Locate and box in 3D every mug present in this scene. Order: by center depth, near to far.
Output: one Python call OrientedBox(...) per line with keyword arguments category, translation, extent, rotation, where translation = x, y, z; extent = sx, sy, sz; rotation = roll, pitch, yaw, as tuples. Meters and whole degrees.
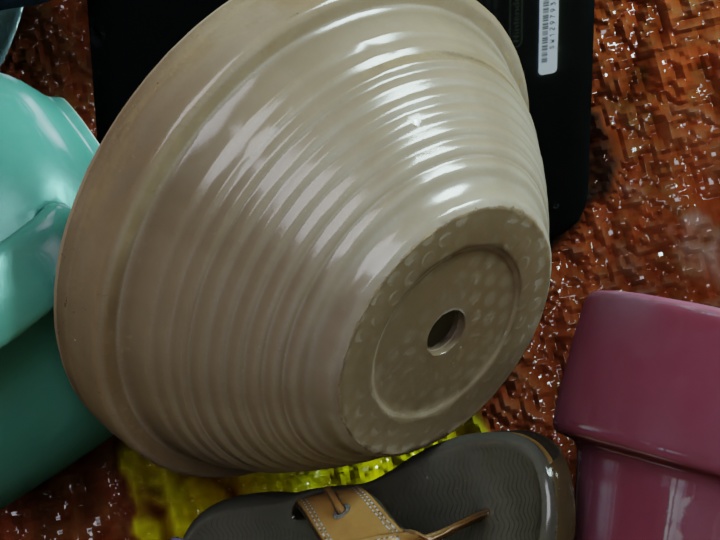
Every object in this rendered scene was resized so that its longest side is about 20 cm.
OrientedBox(category="mug", translation=(-0.131, 0.008, 0.893), extent=(0.114, 0.152, 0.185), rotation=(-33, 41, -8))

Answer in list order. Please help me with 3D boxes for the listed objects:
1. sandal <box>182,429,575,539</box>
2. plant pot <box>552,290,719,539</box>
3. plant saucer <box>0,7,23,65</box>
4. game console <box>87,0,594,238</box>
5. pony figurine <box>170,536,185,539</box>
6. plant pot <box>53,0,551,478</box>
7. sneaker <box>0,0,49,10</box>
OrientedBox(category="sandal", translation=(-0.006, 0.102, 0.850), extent=(0.199, 0.054, 0.082), rotation=(-9, 81, 43))
OrientedBox(category="plant pot", translation=(0.150, 0.117, 0.821), extent=(0.199, 0.200, 0.180), rotation=(15, 88, 12))
OrientedBox(category="plant saucer", translation=(-0.235, -0.116, 1.020), extent=(0.200, 0.039, 0.202), rotation=(-2, 69, 6))
OrientedBox(category="game console", translation=(-0.009, -0.110, 0.933), extent=(0.175, 0.201, 0.116), rotation=(-12, 29, -20))
OrientedBox(category="pony figurine", translation=(-0.121, 0.171, 0.844), extent=(0.199, 0.167, 0.194), rotation=(-22, 94, 18))
OrientedBox(category="plant pot", translation=(0.000, 0.000, 0.829), extent=(0.201, 0.201, 0.093), rotation=(-44, 53, -10))
OrientedBox(category="sneaker", translation=(-0.203, -0.084, 0.918), extent=(0.199, 0.070, 0.109), rotation=(-1, 96, -9))
